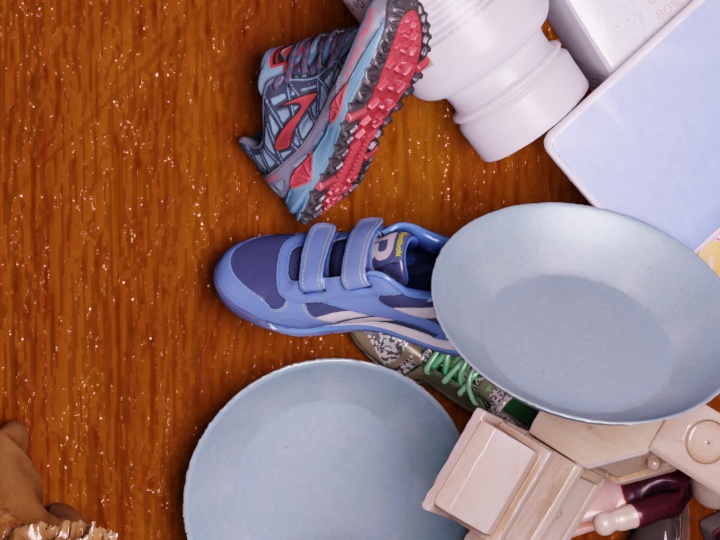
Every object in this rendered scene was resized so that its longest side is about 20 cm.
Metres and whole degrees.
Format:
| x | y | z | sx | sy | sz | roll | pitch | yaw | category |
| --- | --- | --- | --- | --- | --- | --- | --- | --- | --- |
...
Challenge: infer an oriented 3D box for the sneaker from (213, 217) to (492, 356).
| x | y | z | sx | sy | sz | roll | pitch | yaw | category |
| --- | --- | --- | --- | --- | --- | --- | --- | --- | --- |
| 0.000 | 0.000 | 1.505 | 0.199 | 0.082 | 0.074 | 5 | 57 | 6 | sneaker |

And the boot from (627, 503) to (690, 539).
| x | y | z | sx | sy | sz | roll | pitch | yaw | category |
| --- | --- | --- | --- | --- | --- | --- | --- | --- | --- |
| 0.160 | 0.238 | 1.598 | 0.096 | 0.075 | 0.201 | 19 | 96 | -14 | boot |

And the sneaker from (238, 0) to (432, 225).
| x | y | z | sx | sy | sz | roll | pitch | yaw | category |
| --- | --- | --- | --- | --- | --- | --- | --- | --- | --- |
| -0.028 | -0.118 | 1.475 | 0.095 | 0.200 | 0.079 | 42 | 44 | 11 | sneaker |

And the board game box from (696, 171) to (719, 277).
| x | y | z | sx | sy | sz | roll | pitch | yaw | category |
| --- | --- | --- | --- | --- | --- | --- | --- | --- | --- |
| 0.225 | 0.009 | 1.566 | 0.030 | 0.096 | 0.201 | 14 | 95 | -10 | board game box |

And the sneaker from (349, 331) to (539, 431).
| x | y | z | sx | sy | sz | roll | pitch | yaw | category |
| --- | --- | --- | --- | --- | --- | --- | --- | --- | --- |
| 0.083 | 0.067 | 1.554 | 0.199 | 0.089 | 0.077 | 30 | 92 | -12 | sneaker |

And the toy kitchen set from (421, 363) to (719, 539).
| x | y | z | sx | sy | sz | roll | pitch | yaw | category |
| --- | --- | --- | --- | --- | --- | --- | --- | --- | --- |
| 0.157 | 0.163 | 1.421 | 0.180 | 0.163 | 0.201 | 32 | 91 | 27 | toy kitchen set |

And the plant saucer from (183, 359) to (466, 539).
| x | y | z | sx | sy | sz | roll | pitch | yaw | category |
| --- | --- | --- | --- | --- | --- | --- | --- | --- | --- |
| -0.024 | 0.153 | 1.560 | 0.200 | 0.039 | 0.202 | -2 | 104 | -9 | plant saucer |

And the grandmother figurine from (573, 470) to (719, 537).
| x | y | z | sx | sy | sz | roll | pitch | yaw | category |
| --- | --- | --- | --- | --- | --- | --- | --- | --- | --- |
| 0.184 | 0.155 | 1.567 | 0.199 | 0.121 | 0.061 | -12 | 118 | 13 | grandmother figurine |

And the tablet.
| x | y | z | sx | sy | sz | roll | pitch | yaw | category |
| --- | --- | --- | --- | --- | --- | --- | --- | --- | --- |
| 0.232 | -0.104 | 1.495 | 0.200 | 0.014 | 0.130 | -42 | 102 | 0 | tablet |

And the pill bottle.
| x | y | z | sx | sy | sz | roll | pitch | yaw | category |
| --- | --- | --- | --- | --- | --- | --- | --- | --- | --- |
| 0.060 | -0.177 | 1.504 | 0.114 | 0.114 | 0.200 | -38 | 102 | -3 | pill bottle |

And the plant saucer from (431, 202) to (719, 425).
| x | y | z | sx | sy | sz | roll | pitch | yaw | category |
| --- | --- | --- | --- | --- | --- | --- | --- | --- | --- |
| 0.139 | 0.036 | 1.423 | 0.200 | 0.202 | 0.039 | 2 | 132 | -10 | plant saucer |

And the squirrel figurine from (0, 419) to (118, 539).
| x | y | z | sx | sy | sz | roll | pitch | yaw | category |
| --- | --- | --- | --- | --- | --- | --- | --- | --- | --- |
| -0.206 | 0.211 | 1.470 | 0.187 | 0.200 | 0.142 | 41 | 85 | -3 | squirrel figurine |

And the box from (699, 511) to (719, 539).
| x | y | z | sx | sy | sz | roll | pitch | yaw | category |
| --- | --- | --- | --- | --- | --- | --- | --- | --- | --- |
| 0.330 | 0.230 | 1.559 | 0.108 | 0.200 | 0.128 | -23 | 100 | -6 | box |

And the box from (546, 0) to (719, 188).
| x | y | z | sx | sy | sz | roll | pitch | yaw | category |
| --- | --- | --- | --- | --- | --- | --- | --- | --- | --- |
| 0.204 | -0.175 | 1.537 | 0.124 | 0.097 | 0.201 | -34 | 102 | -3 | box |
